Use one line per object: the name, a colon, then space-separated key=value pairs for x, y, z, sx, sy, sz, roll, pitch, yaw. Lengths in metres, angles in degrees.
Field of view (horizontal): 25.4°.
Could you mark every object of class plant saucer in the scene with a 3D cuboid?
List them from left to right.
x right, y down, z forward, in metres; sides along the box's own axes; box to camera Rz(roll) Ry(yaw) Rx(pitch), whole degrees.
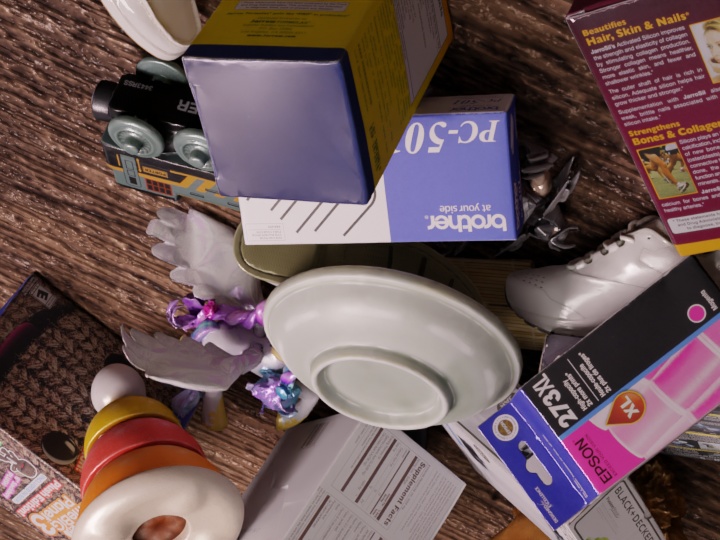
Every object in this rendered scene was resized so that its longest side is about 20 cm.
plant saucer: x=0.019 y=0.071 z=1.182 sx=0.198 sy=0.051 sz=0.201 roll=12 pitch=149 yaw=7

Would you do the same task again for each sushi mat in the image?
sushi mat: x=0.056 y=0.023 z=1.300 sx=0.198 sy=0.012 sz=0.096 roll=3 pitch=130 yaw=23

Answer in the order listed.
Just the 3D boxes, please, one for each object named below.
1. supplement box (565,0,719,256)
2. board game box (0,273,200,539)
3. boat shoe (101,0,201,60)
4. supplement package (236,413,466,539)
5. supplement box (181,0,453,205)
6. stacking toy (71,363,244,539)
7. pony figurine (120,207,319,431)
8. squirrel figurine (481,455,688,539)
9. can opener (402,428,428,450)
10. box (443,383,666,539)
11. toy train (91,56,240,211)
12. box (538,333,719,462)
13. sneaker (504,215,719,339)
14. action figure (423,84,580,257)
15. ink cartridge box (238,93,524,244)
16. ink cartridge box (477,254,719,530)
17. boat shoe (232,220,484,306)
supplement box: x=0.229 y=-0.118 z=1.042 sx=0.110 sy=0.086 sz=0.201 roll=-11 pitch=124 yaw=33
board game box: x=-0.275 y=0.135 z=1.452 sx=0.200 sy=0.160 sz=0.097 roll=38 pitch=134 yaw=-11
boat shoe: x=-0.157 y=-0.241 z=1.126 sx=0.069 sy=0.071 sz=0.201 roll=-8 pitch=124 yaw=32
supplement package: x=-0.028 y=0.218 z=1.368 sx=0.111 sy=0.156 sz=0.200 roll=40 pitch=158 yaw=-12
supplement box: x=-0.022 y=-0.147 z=1.053 sx=0.109 sy=0.201 sz=0.109 roll=5 pitch=131 yaw=21
stacking toy: x=-0.191 y=0.160 z=1.367 sx=0.145 sy=0.201 sz=0.147 roll=-13 pitch=134 yaw=-13
pony figurine: x=-0.104 y=0.058 z=1.328 sx=0.191 sy=0.168 sz=0.200 roll=16 pitch=145 yaw=-9
squirrel figurine: x=0.179 y=0.242 z=1.312 sx=0.199 sy=0.187 sz=0.142 roll=-20 pitch=119 yaw=36
can opener: x=0.034 y=0.087 z=1.324 sx=0.078 sy=0.064 sz=0.201 roll=-11 pitch=144 yaw=-1
box: x=0.144 y=0.157 z=1.252 sx=0.200 sy=0.060 sz=0.117 roll=39 pitch=168 yaw=48
toy train: x=-0.109 y=-0.095 z=1.229 sx=0.198 sy=0.086 sz=0.114 roll=14 pitch=151 yaw=9
box: x=0.246 y=0.104 z=1.208 sx=0.198 sy=0.050 sz=0.161 roll=6 pitch=164 yaw=22
sneaker: x=0.202 y=0.000 z=1.185 sx=0.198 sy=0.075 sz=0.088 roll=-3 pitch=113 yaw=22
action figure: x=0.075 y=-0.069 z=1.174 sx=0.199 sy=0.070 sz=0.130 roll=32 pitch=130 yaw=-8
ink cartridge box: x=0.012 y=-0.070 z=1.117 sx=0.198 sy=0.044 sz=0.095 roll=-1 pitch=113 yaw=15
ink cartridge box: x=0.184 y=0.087 z=1.123 sx=0.200 sy=0.037 sz=0.095 roll=-40 pitch=77 yaw=11
boat shoe: x=0.000 y=0.000 z=1.219 sx=0.199 sy=0.068 sz=0.075 roll=22 pitch=92 yaw=-4
